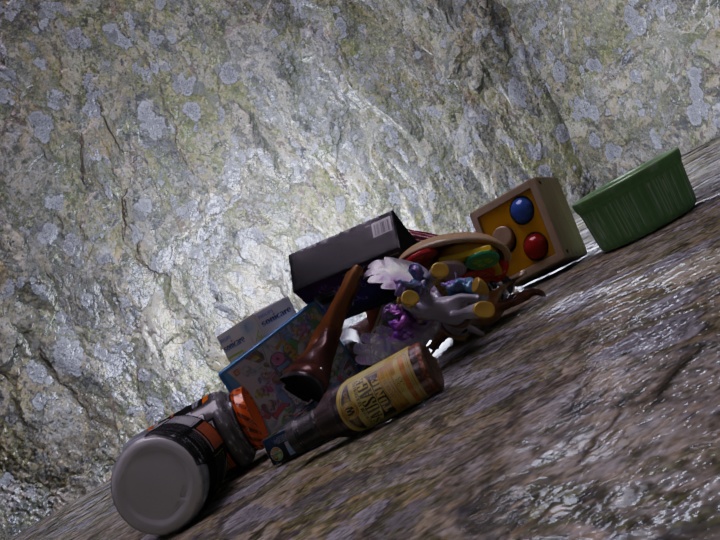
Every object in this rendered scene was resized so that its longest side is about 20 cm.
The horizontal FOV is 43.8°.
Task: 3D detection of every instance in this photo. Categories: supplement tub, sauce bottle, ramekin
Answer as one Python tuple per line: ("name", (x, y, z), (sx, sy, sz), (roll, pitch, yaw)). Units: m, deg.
("supplement tub", (-0.241, 0.263, 1.334), (0.197, 0.125, 0.123), (-28, -1, -1))
("supplement tub", (-0.242, 0.259, 1.171), (0.121, 0.124, 0.200), (-28, -2, 1))
("sauce bottle", (0.002, 0.156, 1.051), (0.198, 0.067, 0.066), (-32, -2, 14))
("ramekin", (0.468, -0.115, 1.516), (0.197, 0.099, 0.200), (-29, -1, -1))

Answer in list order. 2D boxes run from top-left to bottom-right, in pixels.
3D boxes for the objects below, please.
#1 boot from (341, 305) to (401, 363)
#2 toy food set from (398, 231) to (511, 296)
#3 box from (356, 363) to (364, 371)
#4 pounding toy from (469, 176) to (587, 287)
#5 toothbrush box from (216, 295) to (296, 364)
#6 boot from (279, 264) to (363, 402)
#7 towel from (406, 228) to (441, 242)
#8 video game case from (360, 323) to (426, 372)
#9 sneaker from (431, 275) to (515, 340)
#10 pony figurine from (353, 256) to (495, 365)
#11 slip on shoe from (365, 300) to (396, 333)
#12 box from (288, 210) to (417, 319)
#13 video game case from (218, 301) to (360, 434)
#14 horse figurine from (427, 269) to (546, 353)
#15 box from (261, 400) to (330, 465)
("boot", (0.010, 0.122, 1.600), (0.184, 0.065, 0.200), (-29, 2, 9))
("toy food set", (0.138, 0.000, 1.389), (0.195, 0.050, 0.198), (-14, -25, 15))
("box", (-0.032, 0.201, 1.645), (0.198, 0.040, 0.136), (-30, -2, 29))
("pounding toy", (0.292, -0.046, 1.676), (0.198, 0.188, 0.141), (-29, -14, 37))
("toothbrush box", (-0.142, 0.167, 1.534), (0.085, 0.203, 0.145), (-26, -1, -39))
("boot", (-0.038, 0.088, 1.287), (0.203, 0.067, 0.189), (-62, -6, -12))
("towel", (0.144, -0.024, 1.593), (0.142, 0.023, 0.199), (13, -13, 32))
("video game case", (0.068, 0.119, 1.516), (0.199, 0.019, 0.144), (-36, -16, -48))
("sneaker", (0.189, 0.062, 1.566), (0.198, 0.076, 0.081), (-28, -10, -31))
("pony figurine", (0.090, 0.054, 1.241), (0.188, 0.171, 0.201), (8, -18, 2))
("slip on shoe", (0.031, 0.068, 1.572), (0.060, 0.075, 0.203), (-1, 44, 13))
("box", (0.000, 0.000, 1.487), (0.196, 0.080, 0.141), (-22, -32, 18))
("video game case", (-0.111, 0.166, 1.439), (0.199, 0.145, 0.018), (-37, 9, -22))
("horse figurine", (0.195, 0.060, 1.419), (0.198, 0.051, 0.132), (-25, 9, 48))
("box", (-0.036, 0.195, 1.239), (0.135, 0.038, 0.200), (-29, -1, 21))
